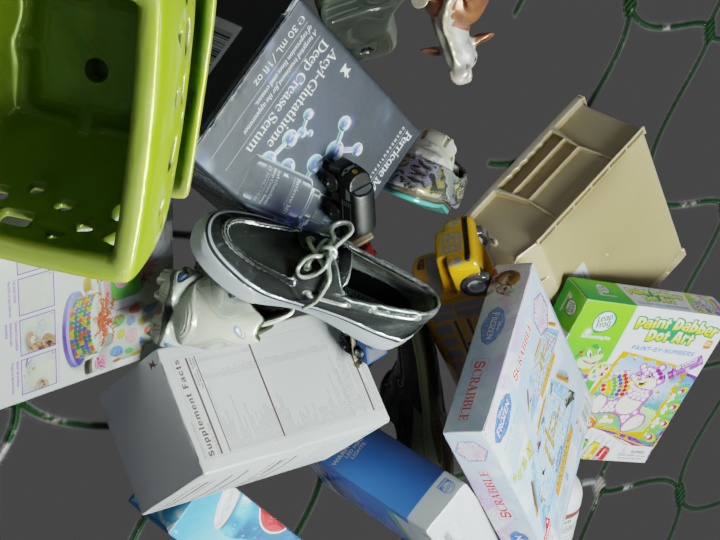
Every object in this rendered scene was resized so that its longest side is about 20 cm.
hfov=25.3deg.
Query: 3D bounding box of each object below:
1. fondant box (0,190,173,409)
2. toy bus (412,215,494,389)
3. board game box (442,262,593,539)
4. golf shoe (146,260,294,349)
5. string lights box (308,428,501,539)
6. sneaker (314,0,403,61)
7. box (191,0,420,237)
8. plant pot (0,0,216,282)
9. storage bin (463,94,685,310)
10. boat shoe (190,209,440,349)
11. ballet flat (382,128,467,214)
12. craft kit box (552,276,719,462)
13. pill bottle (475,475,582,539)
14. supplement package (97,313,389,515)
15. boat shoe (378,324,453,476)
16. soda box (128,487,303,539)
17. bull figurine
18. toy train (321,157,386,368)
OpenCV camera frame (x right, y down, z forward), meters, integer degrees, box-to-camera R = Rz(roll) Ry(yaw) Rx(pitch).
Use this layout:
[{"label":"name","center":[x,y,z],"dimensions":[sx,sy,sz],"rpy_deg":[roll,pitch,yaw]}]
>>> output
[{"label":"fondant box","center":[-0.238,0.015,1.223],"dimensions":[0.200,0.058,0.144],"rpy_deg":[-18,124,-37]},{"label":"toy bus","center":[0.104,0.037,1.545],"dimensions":[0.200,0.078,0.065],"rpy_deg":[63,20,-47]},{"label":"board game box","center":[0.149,0.132,1.462],"dimensions":[0.200,0.041,0.200],"rpy_deg":[62,35,-38]},{"label":"golf shoe","center":[-0.096,0.024,1.292],"dimensions":[0.200,0.097,0.078],"rpy_deg":[-53,154,-69]},{"label":"string lights box","center":[0.028,0.198,1.482],"dimensions":[0.059,0.200,0.103],"rpy_deg":[-49,137,-14]},{"label":"sneaker","center":[-0.008,-0.243,1.251],"dimensions":[0.076,0.114,0.199],"rpy_deg":[-16,171,-2]},{"label":"box","center":[-0.072,-0.117,1.283],"dimensions":[0.149,0.107,0.200],"rpy_deg":[-56,139,-7]},{"label":"plant pot","center":[-0.201,-0.127,1.061],"dimensions":[0.182,0.199,0.200],"rpy_deg":[-55,156,-67]},{"label":"storage bin","center":[0.219,-0.031,1.634],"dimensions":[0.199,0.094,0.200],"rpy_deg":[-45,137,-17]},{"label":"boat shoe","center":[-0.030,0.000,1.221],"dimensions":[0.199,0.068,0.074],"rpy_deg":[29,52,-20]},{"label":"ballet flat","center":[0.058,-0.091,1.416],"dimensions":[0.072,0.072,0.200],"rpy_deg":[-65,172,4]},{"label":"craft kit box","center":[0.253,0.106,1.638],"dimensions":[0.200,0.049,0.198],"rpy_deg":[7,119,-33]},{"label":"pill bottle","center":[0.176,0.268,1.738],"dimensions":[0.112,0.112,0.200],"rpy_deg":[-7,115,-43]},{"label":"supplement package","center":[-0.098,0.115,1.350],"dimensions":[0.200,0.114,0.110],"rpy_deg":[-11,163,-41]},{"label":"boat shoe","center":[0.046,0.127,1.562],"dimensions":[0.072,0.066,0.201],"rpy_deg":[-66,147,-69]},{"label":"soda box","center":[-0.119,0.236,1.459],"dimensions":[0.068,0.064,0.200],"rpy_deg":[-53,139,-10]},{"label":"bull figurine","center":[0.091,-0.263,1.388],"dimensions":[0.121,0.065,0.200],"rpy_deg":[-16,120,-79]},{"label":"toy train","center":[0.000,0.000,1.304],"dimensions":[0.034,0.046,0.200],"rpy_deg":[-32,133,-32]}]
